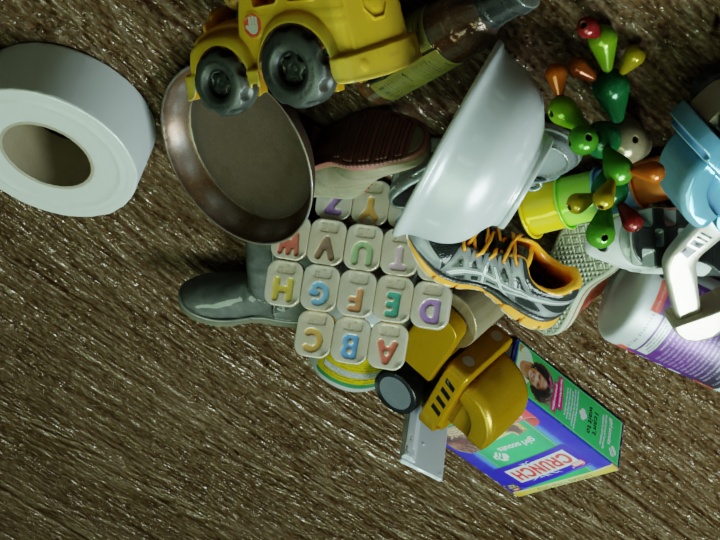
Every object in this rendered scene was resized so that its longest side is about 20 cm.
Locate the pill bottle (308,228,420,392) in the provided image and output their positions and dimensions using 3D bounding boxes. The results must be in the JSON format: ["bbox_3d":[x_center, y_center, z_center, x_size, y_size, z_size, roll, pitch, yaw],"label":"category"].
[{"bbox_3d":[0.007,0.042,1.723,0.113,0.113,0.200,16,145,0],"label":"pill bottle"}]

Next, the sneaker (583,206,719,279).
[{"bbox_3d":[0.302,-0.030,1.512,0.200,0.074,0.088,6,173,-37],"label":"sneaker"}]

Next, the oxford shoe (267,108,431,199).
[{"bbox_3d":[-0.001,-0.112,1.560,0.200,0.071,0.075,-1,146,40],"label":"oxford shoe"}]

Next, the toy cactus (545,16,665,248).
[{"bbox_3d":[0.234,-0.124,1.396,0.102,0.201,0.165,-11,177,27],"label":"toy cactus"}]

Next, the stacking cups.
[{"bbox_3d":[0.255,-0.082,1.509,0.200,0.061,0.061,-14,135,28],"label":"stacking cups"}]

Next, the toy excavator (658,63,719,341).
[{"bbox_3d":[0.317,-0.055,1.397,0.200,0.100,0.194,-42,117,14],"label":"toy excavator"}]

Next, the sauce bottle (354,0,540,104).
[{"bbox_3d":[0.076,-0.212,1.389,0.200,0.066,0.066,-22,130,42],"label":"sauce bottle"}]

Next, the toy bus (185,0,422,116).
[{"bbox_3d":[-0.068,-0.242,1.353,0.200,0.136,0.192,-3,107,38],"label":"toy bus"}]

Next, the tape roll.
[{"bbox_3d":[-0.322,-0.147,1.635,0.202,0.071,0.203,11,145,8],"label":"tape roll"}]

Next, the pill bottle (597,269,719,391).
[{"bbox_3d":[0.358,0.059,1.604,0.200,0.112,0.111,24,144,-11],"label":"pill bottle"}]

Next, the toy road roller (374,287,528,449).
[{"bbox_3d":[0.123,0.101,1.690,0.146,0.123,0.200,40,136,13],"label":"toy road roller"}]

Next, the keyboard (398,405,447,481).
[{"bbox_3d":[0.079,0.155,1.774,0.056,0.200,0.011,32,129,-19],"label":"keyboard"}]

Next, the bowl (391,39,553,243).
[{"bbox_3d":[0.114,-0.100,1.399,0.090,0.201,0.201,29,144,0],"label":"bowl"}]

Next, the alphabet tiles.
[{"bbox_3d":[0.000,0.000,1.614,0.199,0.196,0.015,9,176,12],"label":"alphabet tiles"}]

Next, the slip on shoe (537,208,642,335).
[{"bbox_3d":[0.238,-0.012,1.607,0.074,0.061,0.200,43,135,17],"label":"slip on shoe"}]

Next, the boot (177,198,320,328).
[{"bbox_3d":[-0.121,-0.011,1.737,0.181,0.073,0.200,1,151,-1],"label":"boot"}]

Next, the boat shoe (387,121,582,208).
[{"bbox_3d":[0.122,-0.099,1.524,0.202,0.065,0.074,-4,140,27],"label":"boat shoe"}]

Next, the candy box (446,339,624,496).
[{"bbox_3d":[0.191,0.184,1.872,0.200,0.077,0.169,36,140,-27],"label":"candy box"}]

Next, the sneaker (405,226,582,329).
[{"bbox_3d":[0.136,-0.014,1.558,0.200,0.078,0.077,26,144,-19],"label":"sneaker"}]

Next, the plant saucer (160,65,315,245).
[{"bbox_3d":[-0.117,-0.122,1.558,0.200,0.034,0.201,24,131,30],"label":"plant saucer"}]
